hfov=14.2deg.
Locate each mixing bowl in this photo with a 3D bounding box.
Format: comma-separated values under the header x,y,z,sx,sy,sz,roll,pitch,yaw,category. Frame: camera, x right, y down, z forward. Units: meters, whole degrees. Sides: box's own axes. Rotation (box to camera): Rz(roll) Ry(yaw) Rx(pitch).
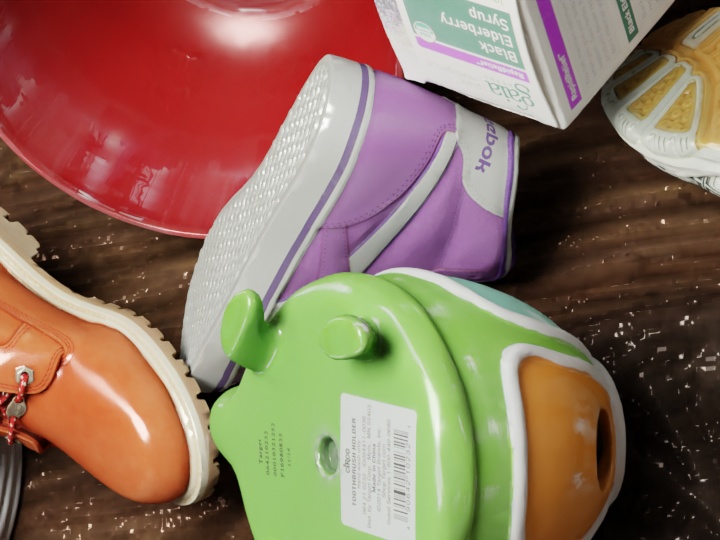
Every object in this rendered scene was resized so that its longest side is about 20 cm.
x,y,z,sx,sy,sz,roll,pitch,yaw,category
-0.065,-0.123,1.228,0.199,0.201,0.109,-15,32,29,mixing bowl

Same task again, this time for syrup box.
x,y,z,sx,sy,sz,roll,pitch,yaw,category
0.094,-0.155,1.126,0.079,0.082,0.200,21,57,36,syrup box

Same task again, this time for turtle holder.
x,y,z,sx,sy,sz,roll,pitch,yaw,category
0.018,0.074,1.124,0.185,0.131,0.142,-41,60,51,turtle holder

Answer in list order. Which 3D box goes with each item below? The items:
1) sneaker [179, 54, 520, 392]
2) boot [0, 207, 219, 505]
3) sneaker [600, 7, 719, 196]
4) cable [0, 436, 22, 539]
x,y,z,sx,sy,sz,roll,pitch,yaw,category
0.000,0.000,1.197,0.201,0.114,0.073,129,152,-49,sneaker
-0.152,0.049,1.232,0.200,0.107,0.075,34,130,29,boot
0.163,-0.036,1.100,0.076,0.088,0.200,-40,32,-7,sneaker
-0.248,0.093,1.335,0.200,0.069,0.200,-40,57,17,cable
